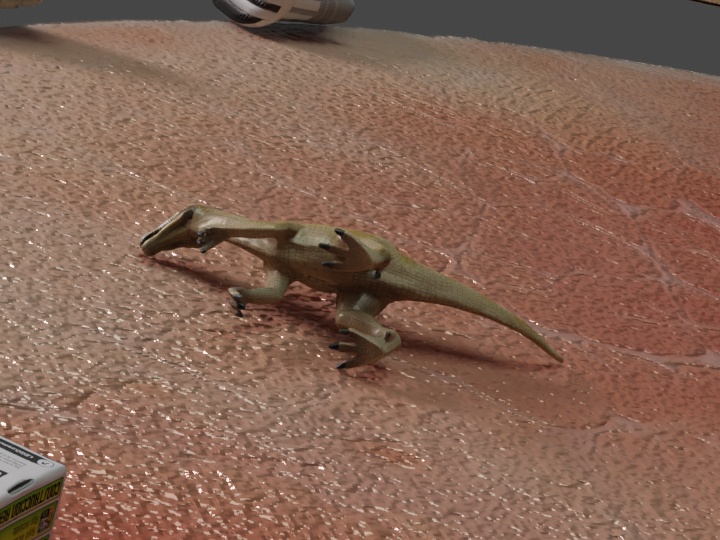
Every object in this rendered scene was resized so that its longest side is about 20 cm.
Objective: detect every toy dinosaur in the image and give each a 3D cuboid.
[{"bbox_3d":[0.000,0.000,1.046,0.200,0.058,0.101,16,17,1],"label":"toy dinosaur"}]

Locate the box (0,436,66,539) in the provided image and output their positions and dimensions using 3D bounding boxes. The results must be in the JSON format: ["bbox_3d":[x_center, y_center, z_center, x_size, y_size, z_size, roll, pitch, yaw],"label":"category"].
[{"bbox_3d":[-0.206,0.052,0.752,0.200,0.035,0.110,22,19,19],"label":"box"}]

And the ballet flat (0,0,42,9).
[{"bbox_3d":[-0.266,-0.175,1.354,0.199,0.072,0.072,13,18,-2],"label":"ballet flat"}]

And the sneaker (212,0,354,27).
[{"bbox_3d":[-0.071,-0.213,1.613,0.115,0.075,0.200,7,30,-40],"label":"sneaker"}]
